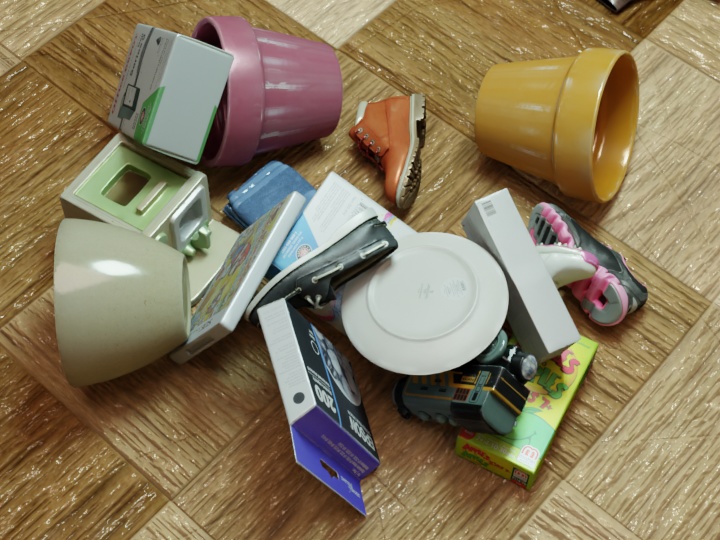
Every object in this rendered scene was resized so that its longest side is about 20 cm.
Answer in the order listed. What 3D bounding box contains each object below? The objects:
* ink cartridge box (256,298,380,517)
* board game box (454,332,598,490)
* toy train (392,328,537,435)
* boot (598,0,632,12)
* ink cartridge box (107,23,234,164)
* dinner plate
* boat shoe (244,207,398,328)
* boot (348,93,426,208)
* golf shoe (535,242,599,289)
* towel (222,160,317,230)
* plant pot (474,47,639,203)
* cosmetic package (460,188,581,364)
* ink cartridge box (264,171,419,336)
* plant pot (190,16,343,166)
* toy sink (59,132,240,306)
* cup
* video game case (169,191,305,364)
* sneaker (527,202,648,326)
[{"bbox_3d":[-0.039,0.158,1.491,0.043,0.198,0.202,-24,56,12],"label":"ink cartridge box"},{"bbox_3d":[0.203,0.155,1.583,0.101,0.048,0.201,24,59,15],"label":"board game box"},{"bbox_3d":[0.118,0.130,1.535,0.199,0.085,0.115,1,57,49],"label":"toy train"},{"bbox_3d":[0.450,-0.446,2.002,0.166,0.073,0.200,-43,67,-13],"label":"boot"},{"bbox_3d":[-0.251,-0.233,1.693,0.083,0.148,0.200,16,6,-27],"label":"ink cartridge box"},{"bbox_3d":[0.073,0.031,1.519,0.197,0.024,0.202,-4,54,6],"label":"dinner plate"},{"bbox_3d":[-0.045,0.009,1.516,0.199,0.076,0.060,-40,79,-2],"label":"boat shoe"},{"bbox_3d":[0.034,-0.163,1.788,0.106,0.076,0.202,2,47,4],"label":"boot"},{"bbox_3d":[0.205,0.019,1.644,0.198,0.075,0.093,-7,63,29],"label":"golf shoe"},{"bbox_3d":[-0.079,-0.058,1.723,0.111,0.049,0.200,-39,64,-24],"label":"towel"},{"bbox_3d":[0.259,-0.204,1.758,0.181,0.201,0.201,11,54,26],"label":"plant pot"},{"bbox_3d":[0.191,0.009,1.566,0.050,0.083,0.202,-22,79,-16],"label":"cosmetic package"},{"bbox_3d":[0.000,0.000,1.616,0.199,0.085,0.145,35,71,-1],"label":"ink cartridge box"},{"bbox_3d":[-0.128,-0.245,1.776,0.177,0.201,0.202,-5,54,-23],"label":"plant pot"},{"bbox_3d":[-0.267,-0.068,1.688,0.199,0.113,0.131,28,60,17],"label":"toy sink"},{"bbox_3d":[-0.278,0.034,1.561,0.141,0.201,0.202,-4,55,-2],"label":"cup"},{"bbox_3d":[-0.152,0.011,1.597,0.023,0.182,0.201,35,61,-14],"label":"video game case"},{"bbox_3d":[0.298,-0.013,1.697,0.095,0.079,0.201,-13,54,-37],"label":"sneaker"}]
